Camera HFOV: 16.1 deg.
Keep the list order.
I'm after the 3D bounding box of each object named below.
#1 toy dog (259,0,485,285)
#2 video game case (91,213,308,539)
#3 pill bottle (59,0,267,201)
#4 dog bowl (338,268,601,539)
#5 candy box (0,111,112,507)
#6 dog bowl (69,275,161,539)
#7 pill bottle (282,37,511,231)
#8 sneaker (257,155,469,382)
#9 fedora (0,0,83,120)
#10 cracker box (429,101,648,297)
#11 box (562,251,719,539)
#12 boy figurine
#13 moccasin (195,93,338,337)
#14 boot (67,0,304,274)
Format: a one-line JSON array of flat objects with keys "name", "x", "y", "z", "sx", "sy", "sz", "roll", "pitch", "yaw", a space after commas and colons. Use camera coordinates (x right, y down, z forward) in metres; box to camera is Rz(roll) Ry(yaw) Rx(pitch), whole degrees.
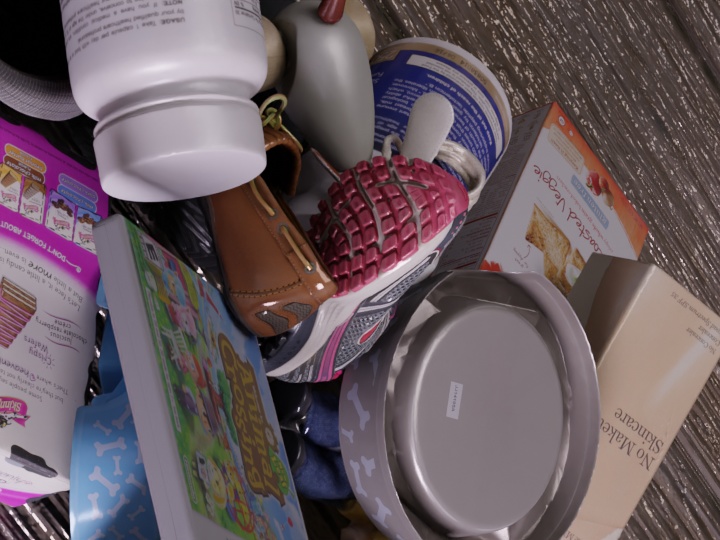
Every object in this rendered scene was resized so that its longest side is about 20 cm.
[{"name": "toy dog", "x": 0.001, "y": -0.099, "z": 1.571, "sx": 0.200, "sy": 0.096, "sz": 0.132, "roll": 44, "pitch": 55, "yaw": -1}, {"name": "video game case", "x": -0.079, "y": 0.088, "z": 1.386, "sx": 0.182, "sy": 0.022, "sz": 0.201, "roll": 43, "pitch": 29, "yaw": -62}, {"name": "pill bottle", "x": -0.114, "y": -0.148, "z": 1.446, "sx": 0.113, "sy": 0.113, "sz": 0.202, "roll": 7, "pitch": 69, "yaw": -48}, {"name": "dog bowl", "x": 0.067, "y": 0.093, "z": 1.617, "sx": 0.199, "sy": 0.058, "sz": 0.202, "roll": 2, "pitch": 87, "yaw": -44}, {"name": "candy box", "x": -0.214, "y": 0.015, "z": 1.432, "sx": 0.136, "sy": 0.061, "sz": 0.201, "roll": 30, "pitch": 53, "yaw": -40}, {"name": "dog bowl", "x": -0.127, "y": 0.084, "z": 1.457, "sx": 0.112, "sy": 0.049, "sz": 0.201, "roll": 88, "pitch": 6, "yaw": -49}, {"name": "pill bottle", "x": 0.016, "y": -0.057, "z": 1.694, "sx": 0.116, "sy": 0.115, "sz": 0.200, "roll": 54, "pitch": 41, "yaw": -19}, {"name": "sneaker", "x": 0.000, "y": 0.000, "z": 1.519, "sx": 0.074, "sy": 0.200, "sz": 0.081, "roll": 14, "pitch": 53, "yaw": -34}, {"name": "fedora", "x": -0.222, "y": -0.162, "z": 1.477, "sx": 0.200, "sy": 0.090, "sz": 0.178, "roll": -27, "pitch": 97, "yaw": -60}, {"name": "cracker box", "x": 0.130, "y": -0.007, "z": 1.854, "sx": 0.134, "sy": 0.057, "sz": 0.201, "roll": 50, "pitch": 43, "yaw": -25}, {"name": "box", "x": 0.161, "y": 0.098, "z": 1.757, "sx": 0.095, "sy": 0.078, "sz": 0.201, "roll": 35, "pitch": 79, "yaw": -28}, {"name": "boy figurine", "x": 0.011, "y": 0.128, "z": 1.649, "sx": 0.199, "sy": 0.064, "sz": 0.125, "roll": 27, "pitch": 57, "yaw": -42}, {"name": "moccasin", "x": -0.063, "y": -0.060, "z": 1.500, "sx": 0.074, "sy": 0.077, "sz": 0.202, "roll": 48, "pitch": 18, "yaw": -52}, {"name": "boot", "x": -0.096, "y": -0.122, "z": 1.629, "sx": 0.165, "sy": 0.065, "sz": 0.201, "roll": 53, "pitch": 43, "yaw": -30}]
